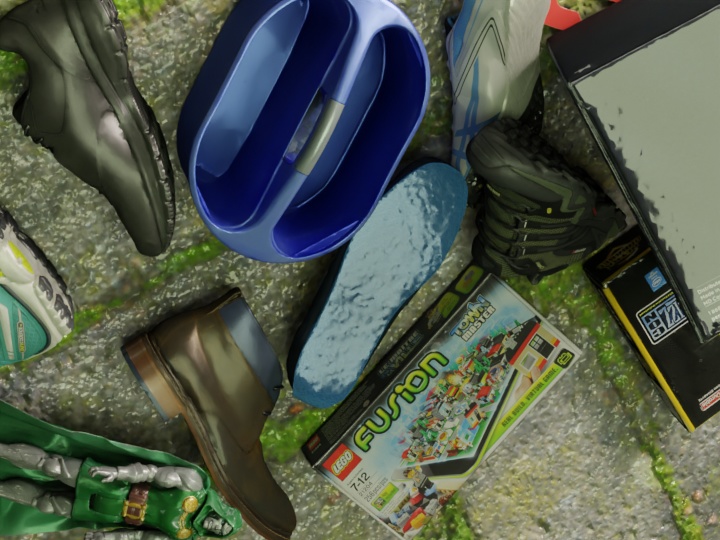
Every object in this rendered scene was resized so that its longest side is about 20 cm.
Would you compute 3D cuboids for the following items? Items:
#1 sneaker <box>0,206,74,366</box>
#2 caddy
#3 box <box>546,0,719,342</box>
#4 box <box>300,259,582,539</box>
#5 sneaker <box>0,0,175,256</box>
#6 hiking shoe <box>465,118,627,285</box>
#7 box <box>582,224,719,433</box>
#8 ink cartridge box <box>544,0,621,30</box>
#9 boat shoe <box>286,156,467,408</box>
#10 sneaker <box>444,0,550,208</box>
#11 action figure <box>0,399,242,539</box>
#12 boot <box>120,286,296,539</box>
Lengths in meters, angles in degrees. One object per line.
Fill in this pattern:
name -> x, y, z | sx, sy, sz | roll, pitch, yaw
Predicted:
sneaker -> -0.272, -0.014, 1.379 | 0.079, 0.078, 0.200 | -31, 117, 5
caddy -> -0.039, -0.104, 1.400 | 0.141, 0.105, 0.201 | 23, 102, -24
box -> 0.229, -0.086, 1.408 | 0.123, 0.200, 0.199 | -29, 103, 8
box -> 0.061, 0.099, 1.552 | 0.110, 0.035, 0.200 | 40, 94, -26
sneaker -> -0.183, -0.098, 1.384 | 0.090, 0.076, 0.201 | -20, 109, 0
hiking shoe -> 0.118, -0.037, 1.462 | 0.101, 0.076, 0.200 | -47, 147, 9
box -> 0.292, 0.004, 1.586 | 0.200, 0.049, 0.160 | -35, 115, -3
ink cartridge box -> 0.200, -0.256, 1.456 | 0.160, 0.050, 0.201 | 13, 103, -22
boat shoe -> 0.000, 0.000, 1.478 | 0.084, 0.069, 0.200 | 36, 95, -18
sneaker -> 0.090, -0.139, 1.462 | 0.072, 0.072, 0.201 | -23, 132, -40
action figure -> -0.181, 0.158, 1.453 | 0.199, 0.055, 0.119 | 11, 119, -1
boot -> -0.079, 0.107, 1.487 | 0.097, 0.075, 0.200 | -35, 115, 0
